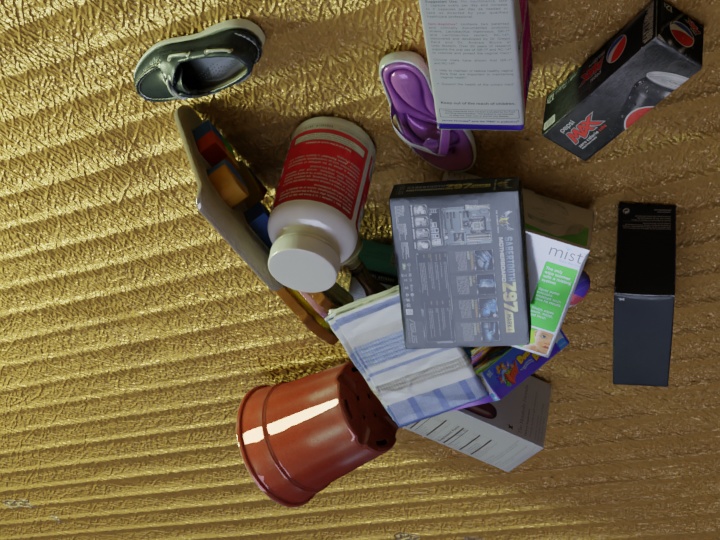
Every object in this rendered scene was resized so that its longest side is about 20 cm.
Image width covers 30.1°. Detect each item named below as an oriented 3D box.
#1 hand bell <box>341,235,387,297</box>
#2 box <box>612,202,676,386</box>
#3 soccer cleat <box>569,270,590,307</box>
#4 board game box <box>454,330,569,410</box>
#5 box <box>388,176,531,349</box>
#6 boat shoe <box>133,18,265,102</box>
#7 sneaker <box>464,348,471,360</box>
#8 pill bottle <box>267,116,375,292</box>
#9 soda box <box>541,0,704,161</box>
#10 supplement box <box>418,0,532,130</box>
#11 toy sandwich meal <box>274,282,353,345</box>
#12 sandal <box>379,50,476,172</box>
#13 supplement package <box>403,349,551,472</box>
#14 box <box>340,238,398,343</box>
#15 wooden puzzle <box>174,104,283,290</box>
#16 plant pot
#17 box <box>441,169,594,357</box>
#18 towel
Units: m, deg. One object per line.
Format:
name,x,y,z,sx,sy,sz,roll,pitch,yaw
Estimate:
hand bell,0.000,0.000,1.767,0.103,0.105,0.201,-17,124,35
box,0.359,0.034,1.694,0.078,0.143,0.201,4,144,13
soccer cleat,0.207,0.022,1.789,0.197,0.068,0.076,-4,157,30
board game box,0.184,0.132,1.841,0.045,0.134,0.200,55,157,-2
box,0.122,-0.007,1.601,0.155,0.051,0.203,-3,113,12
boat shoe,-0.200,-0.237,1.579,0.198,0.061,0.075,-20,133,38
sneaker,0.106,0.094,1.834,0.075,0.106,0.200,-23,172,2
pill bottle,-0.050,-0.079,1.624,0.110,0.202,0.113,9,144,6
soda box,0.285,-0.205,1.463,0.070,0.064,0.200,26,143,-18
supplement box,0.124,-0.254,1.416,0.102,0.102,0.201,2,143,14
toy sandwich meal,-0.086,0.020,1.801,0.204,0.071,0.205,38,178,2
sandal,0.072,-0.174,1.584,0.081,0.050,0.203,-10,139,29
supplement package,0.171,0.202,2.005,0.198,0.115,0.110,23,145,-15
box,0.023,0.040,1.891,0.081,0.050,0.201,13,144,2
wooden puzzle,-0.152,-0.097,1.653,0.046,0.201,0.186,-30,131,10
plant pot,-0.057,0.242,2.084,0.194,0.203,0.200,-27,129,31
box,0.175,-0.012,1.686,0.197,0.097,0.178,18,127,2
towel,0.062,0.108,1.722,0.145,0.024,0.201,-21,118,23
